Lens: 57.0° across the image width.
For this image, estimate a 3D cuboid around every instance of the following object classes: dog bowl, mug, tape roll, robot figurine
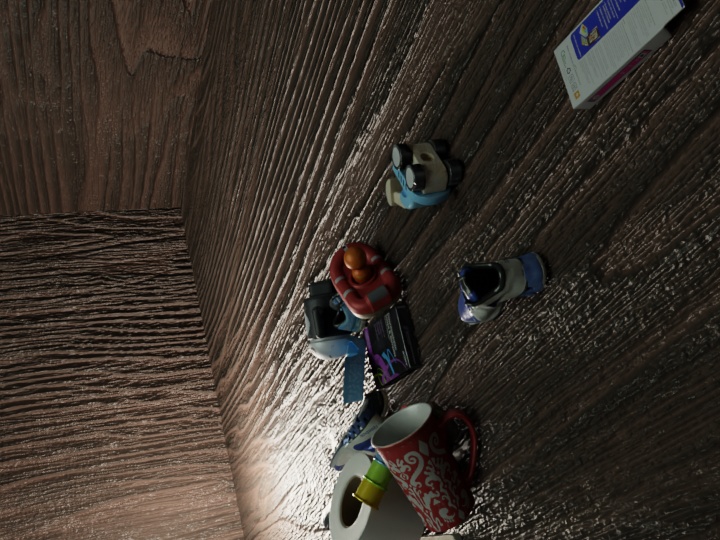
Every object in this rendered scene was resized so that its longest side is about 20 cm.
[{"bbox_3d":[-0.013,0.234,1.587,0.201,0.048,0.114,-87,-1,-64],"label":"dog bowl"},{"bbox_3d":[0.138,0.365,1.232,0.175,0.133,0.203,-24,99,33],"label":"mug"},{"bbox_3d":[0.036,0.514,1.434,0.203,0.137,0.205,-52,26,38],"label":"tape roll"},{"bbox_3d":[-0.086,0.129,1.722,0.124,0.148,0.205,-17,79,51],"label":"robot figurine"}]

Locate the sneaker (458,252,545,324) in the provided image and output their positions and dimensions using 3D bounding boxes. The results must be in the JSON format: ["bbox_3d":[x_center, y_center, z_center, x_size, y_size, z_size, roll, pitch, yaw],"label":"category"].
[{"bbox_3d":[0.196,0.026,1.078,0.199,0.113,0.082,137,127,-59],"label":"sneaker"}]

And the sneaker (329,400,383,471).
[{"bbox_3d":[0.012,0.410,1.548,0.201,0.114,0.081,-61,-5,28],"label":"sneaker"}]

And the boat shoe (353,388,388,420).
[{"bbox_3d":[0.018,0.369,1.617,0.076,0.061,0.202,61,146,39],"label":"boat shoe"}]

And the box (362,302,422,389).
[{"bbox_3d":[0.068,0.174,1.501,0.200,0.035,0.146,134,127,-58],"label":"box"}]

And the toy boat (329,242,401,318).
[{"bbox_3d":[0.000,0.000,1.471,0.201,0.129,0.132,52,169,48],"label":"toy boat"}]

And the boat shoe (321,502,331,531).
[{"bbox_3d":[-0.054,0.686,1.816,0.094,0.073,0.202,-109,28,-44],"label":"boat shoe"}]

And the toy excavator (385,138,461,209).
[{"bbox_3d":[0.103,-0.167,1.306,0.203,0.098,0.196,98,155,-45],"label":"toy excavator"}]

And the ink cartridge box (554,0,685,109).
[{"bbox_3d":[0.328,-0.301,0.840,0.200,0.036,0.097,132,129,-61],"label":"ink cartridge box"}]

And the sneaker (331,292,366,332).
[{"bbox_3d":[-0.023,0.064,1.614,0.078,0.088,0.204,46,132,53],"label":"sneaker"}]

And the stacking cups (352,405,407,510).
[{"bbox_3d":[0.054,0.367,1.320,0.203,0.060,0.060,-63,22,-12],"label":"stacking cups"}]

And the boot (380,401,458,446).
[{"bbox_3d":[0.121,0.325,1.379,0.187,0.063,0.203,49,142,34],"label":"boot"}]

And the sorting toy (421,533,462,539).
[{"bbox_3d":[0.156,0.657,1.359,0.199,0.068,0.204,134,126,-59],"label":"sorting toy"}]
